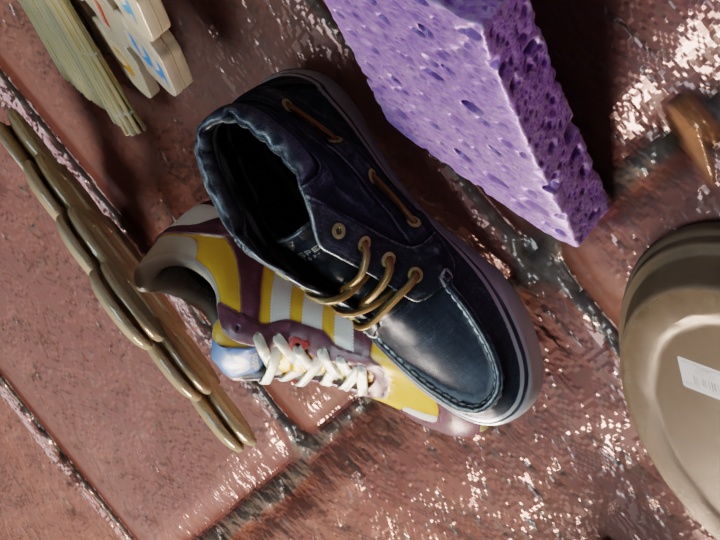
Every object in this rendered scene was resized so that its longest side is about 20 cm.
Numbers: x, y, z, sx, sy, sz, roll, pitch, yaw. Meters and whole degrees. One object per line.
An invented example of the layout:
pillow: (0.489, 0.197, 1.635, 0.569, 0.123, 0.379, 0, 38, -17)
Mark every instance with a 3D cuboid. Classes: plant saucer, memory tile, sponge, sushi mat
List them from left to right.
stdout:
sushi mat: (-0.177, -0.159, 1.173, 0.096, 0.012, 0.201, 39, 163, 49)
memory tile: (-0.129, 0.005, 1.232, 0.153, 0.017, 0.200, 53, 180, -45)
sponge: (0.035, -0.086, 0.914, 0.111, 0.030, 0.200, 37, 170, 26)
plant saucer: (0.182, 0.070, 0.958, 0.200, 0.029, 0.201, 37, 148, 27)

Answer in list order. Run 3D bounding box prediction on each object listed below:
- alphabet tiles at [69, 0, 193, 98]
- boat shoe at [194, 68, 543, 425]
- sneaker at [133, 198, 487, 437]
alphabet tiles: (-0.154, -0.171, 1.121, 0.200, 0.015, 0.196, 45, 167, 27)
boat shoe: (0.000, 0.000, 1.052, 0.071, 0.091, 0.201, -40, 87, 28)
sneaker: (-0.025, 0.036, 1.150, 0.200, 0.090, 0.075, 35, 147, 28)
